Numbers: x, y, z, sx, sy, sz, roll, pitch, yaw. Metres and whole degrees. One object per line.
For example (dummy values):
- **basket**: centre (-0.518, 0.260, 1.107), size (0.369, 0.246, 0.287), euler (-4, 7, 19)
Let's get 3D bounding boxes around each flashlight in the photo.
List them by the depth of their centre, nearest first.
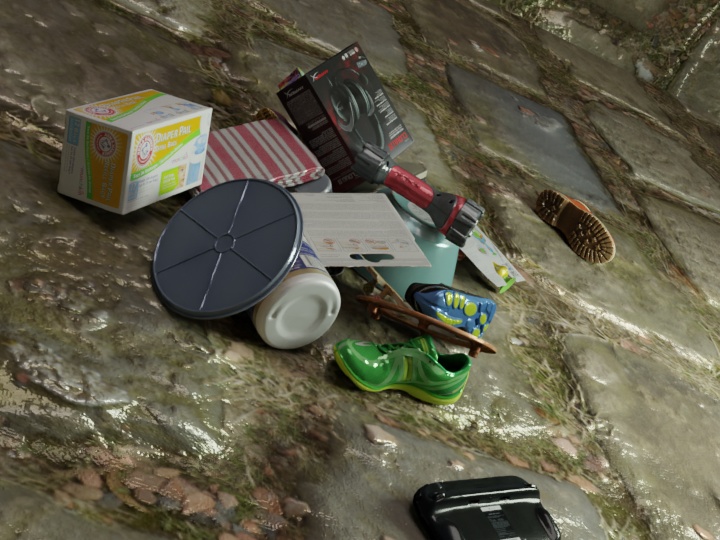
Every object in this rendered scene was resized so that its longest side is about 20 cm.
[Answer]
- **flashlight**: centre (0.079, -0.111, 1.661), size (0.199, 0.068, 0.068), euler (33, 55, 5)

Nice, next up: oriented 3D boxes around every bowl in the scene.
- **bowl**: centre (0.070, -0.052, 1.741), size (0.199, 0.106, 0.202), euler (24, 26, -12)

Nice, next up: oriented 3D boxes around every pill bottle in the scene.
- **pill bottle**: centre (-0.113, -0.007, 1.452), size (0.110, 0.112, 0.201), euler (8, 33, -38)

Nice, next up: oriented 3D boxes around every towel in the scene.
- **towel**: centre (-0.169, -0.156, 1.670), size (0.198, 0.030, 0.147), euler (-16, 46, -25)

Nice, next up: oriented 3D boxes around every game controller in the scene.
- **game controller**: centre (0.147, 0.282, 1.314), size (0.198, 0.042, 0.105), euler (5, 50, -42)

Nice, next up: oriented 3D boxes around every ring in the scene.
- **ring**: centre (0.084, 0.077, 1.526), size (0.198, 0.019, 0.200), euler (21, -7, 3)

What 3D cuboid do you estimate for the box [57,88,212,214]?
- **box**: centre (-0.288, -0.157, 1.504), size (0.100, 0.114, 0.200), euler (18, 22, 17)

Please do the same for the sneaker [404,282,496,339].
- **sneaker**: centre (0.127, 0.052, 1.618), size (0.082, 0.071, 0.199), euler (30, 4, 34)

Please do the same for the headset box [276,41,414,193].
- **headset box**: centre (-0.016, -0.223, 1.771), size (0.149, 0.077, 0.202), euler (-40, 102, -46)

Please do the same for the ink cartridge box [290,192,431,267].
- **ink cartridge box**: centre (-0.012, -0.040, 1.564), size (0.159, 0.051, 0.201), euler (0, 33, -21)

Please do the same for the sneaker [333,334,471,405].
- **sneaker**: centre (0.053, 0.110, 1.455), size (0.198, 0.084, 0.074), euler (14, 30, -31)

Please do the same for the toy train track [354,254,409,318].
- **toy train track**: centre (0.000, 0.000, 1.628), size (0.200, 0.032, 0.115), euler (49, 2, 28)

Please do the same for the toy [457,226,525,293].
- **toy**: centre (0.170, -0.038, 1.891), size (0.200, 0.047, 0.115), euler (45, 25, 20)

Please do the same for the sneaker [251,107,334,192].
- **sneaker**: centre (-0.100, -0.175, 1.827), size (0.090, 0.075, 0.201), euler (10, 38, -53)

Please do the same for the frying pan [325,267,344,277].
- **frying pan**: centre (-0.103, -0.045, 1.622), size (0.189, 0.031, 0.114), euler (39, 24, 21)

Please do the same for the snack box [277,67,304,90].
- **snack box**: centre (-0.041, -0.226, 1.911), size (0.200, 0.053, 0.143), euler (40, 14, -40)

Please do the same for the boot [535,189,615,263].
- **boot**: centre (0.435, -0.083, 2.235), size (0.106, 0.075, 0.200), euler (11, 31, -45)

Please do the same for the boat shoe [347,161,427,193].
- **boat shoe**: centre (0.042, -0.124, 1.856), size (0.072, 0.064, 0.199), euler (24, 27, 27)

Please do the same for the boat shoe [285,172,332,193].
- **boat shoe**: centre (-0.105, -0.141, 1.728), size (0.073, 0.069, 0.199), euler (-34, 51, -25)

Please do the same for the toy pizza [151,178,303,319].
- **toy pizza**: centre (-0.157, -0.024, 1.390), size (0.201, 0.199, 0.032), euler (53, -4, 39)
